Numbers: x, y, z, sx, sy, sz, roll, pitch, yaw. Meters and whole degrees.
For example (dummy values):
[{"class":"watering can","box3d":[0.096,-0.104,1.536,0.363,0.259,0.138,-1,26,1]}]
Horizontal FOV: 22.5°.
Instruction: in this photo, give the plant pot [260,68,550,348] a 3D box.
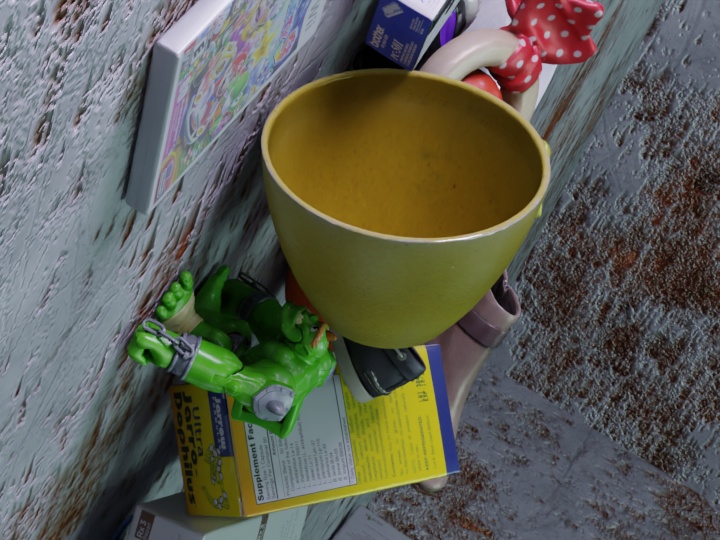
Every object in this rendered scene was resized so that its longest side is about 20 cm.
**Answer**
[{"class":"plant pot","box3d":[0.025,-0.029,1.286,0.200,0.200,0.142,-50,155,-45]}]

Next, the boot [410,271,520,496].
[{"class":"boot","box3d":[0.083,0.078,1.577,0.146,0.070,0.200,-45,-142,30]}]

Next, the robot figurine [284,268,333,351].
[{"class":"robot figurine","box3d":[0.000,-0.002,1.598,0.117,0.144,0.200,-38,170,-33]}]

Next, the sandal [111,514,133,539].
[{"class":"sandal","box3d":[-0.206,0.267,1.554,0.200,0.079,0.087,-60,174,-64]}]

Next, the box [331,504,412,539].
[{"class":"box","box3d":[0.009,0.620,3.590,0.171,0.200,0.199,-47,167,-45]}]

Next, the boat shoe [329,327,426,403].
[{"class":"boat shoe","box3d":[-0.001,-0.001,1.401,0.063,0.200,0.073,-19,172,17]}]

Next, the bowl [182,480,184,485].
[{"class":"bowl","box3d":[-0.070,0.127,1.620,0.201,0.201,0.090,6,71,-81]}]

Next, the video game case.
[{"class":"video game case","box3d":[-0.069,-0.139,1.072,0.200,0.018,0.143,-52,169,-37]}]

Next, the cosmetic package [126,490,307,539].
[{"class":"cosmetic package","box3d":[-0.126,0.240,1.533,0.200,0.074,0.102,-9,117,-68]}]

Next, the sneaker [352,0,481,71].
[{"class":"sneaker","box3d":[0.027,-0.153,1.437,0.100,0.070,0.200,-45,161,-33]}]

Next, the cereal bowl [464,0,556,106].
[{"class":"cereal bowl","box3d":[0.115,-0.202,1.621,0.200,0.083,0.200,-52,158,-32]}]

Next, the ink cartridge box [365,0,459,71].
[{"class":"ink cartridge box","box3d":[0.077,-0.246,1.297,0.200,0.044,0.094,-57,178,-18]}]

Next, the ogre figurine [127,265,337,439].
[{"class":"ogre figurine","box3d":[-0.084,0.057,1.330,0.098,0.120,0.200,-58,172,-3]}]

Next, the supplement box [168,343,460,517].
[{"class":"supplement box","box3d":[-0.037,0.128,1.460,0.200,0.109,0.110,-7,177,-29]}]

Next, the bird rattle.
[{"class":"bird rattle","box3d":[0.103,-0.130,1.405,0.163,0.113,0.200,-14,138,-40]}]
